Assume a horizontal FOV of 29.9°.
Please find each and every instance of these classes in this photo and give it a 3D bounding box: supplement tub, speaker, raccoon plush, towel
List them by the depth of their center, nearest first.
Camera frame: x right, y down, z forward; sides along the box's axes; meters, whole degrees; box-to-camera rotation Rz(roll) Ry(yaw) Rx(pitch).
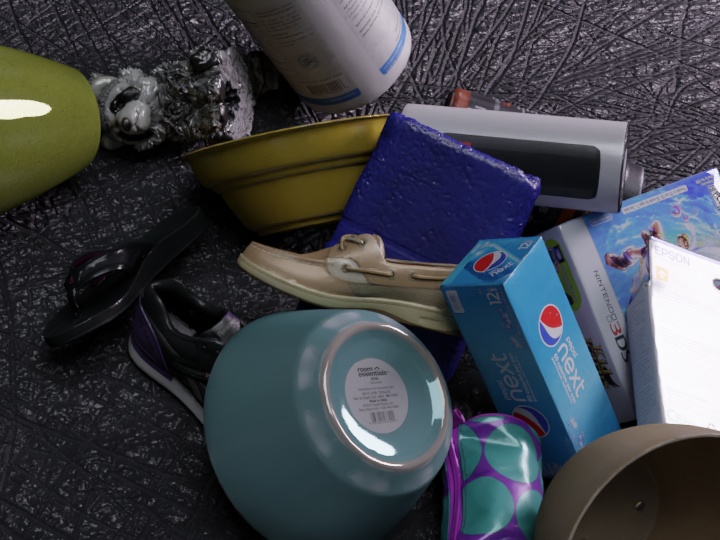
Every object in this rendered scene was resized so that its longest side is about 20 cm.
[{"bbox_3d":[0.049,-0.019,1.149,0.147,0.200,0.050,26,12,2],"label":"towel"},{"bbox_3d":[0.132,-0.099,1.181,0.199,0.081,0.081,7,48,13],"label":"speaker"},{"bbox_3d":[-0.048,-0.257,1.277,0.132,0.200,0.132,-17,49,20],"label":"supplement tub"},{"bbox_3d":[-0.167,-0.157,1.280,0.134,0.097,0.200,-4,4,17],"label":"raccoon plush"},{"bbox_3d":[0.165,-0.097,1.286,0.199,0.107,0.107,17,50,-1],"label":"supplement tub"}]

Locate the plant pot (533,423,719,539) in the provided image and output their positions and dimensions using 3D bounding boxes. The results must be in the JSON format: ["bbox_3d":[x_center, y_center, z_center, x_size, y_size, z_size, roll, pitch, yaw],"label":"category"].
[{"bbox_3d":[0.206,0.196,0.984,0.200,0.201,0.134,-3,12,-18],"label":"plant pot"}]

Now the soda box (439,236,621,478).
[{"bbox_3d":[0.141,0.074,1.090,0.064,0.200,0.068,-1,34,41],"label":"soda box"}]

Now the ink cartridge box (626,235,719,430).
[{"bbox_3d":[0.321,0.088,1.159,0.199,0.041,0.201,19,54,-20],"label":"ink cartridge box"}]

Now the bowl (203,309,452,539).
[{"bbox_3d":[-0.008,0.110,1.026,0.200,0.105,0.201,16,61,-31],"label":"bowl"}]

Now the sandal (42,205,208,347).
[{"bbox_3d":[-0.206,-0.005,1.129,0.048,0.075,0.201,60,41,-20],"label":"sandal"}]

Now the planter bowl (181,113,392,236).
[{"bbox_3d":[-0.054,-0.078,1.197,0.200,0.200,0.084,-11,92,-23],"label":"planter bowl"}]

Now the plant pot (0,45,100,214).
[{"bbox_3d":[-0.330,-0.118,1.140,0.200,0.187,0.187,-13,55,-42],"label":"plant pot"}]

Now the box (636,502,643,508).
[{"bbox_3d":[0.255,0.162,1.146,0.200,0.039,0.041,-28,67,-32],"label":"box"}]

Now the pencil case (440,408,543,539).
[{"bbox_3d":[0.095,0.210,1.033,0.092,0.085,0.200,28,45,-23],"label":"pencil case"}]

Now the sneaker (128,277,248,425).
[{"bbox_3d":[-0.103,0.082,1.079,0.200,0.088,0.076,33,51,11],"label":"sneaker"}]

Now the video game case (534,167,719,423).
[{"bbox_3d":[0.275,0.020,1.215,0.200,0.045,0.182,-20,87,-28],"label":"video game case"}]

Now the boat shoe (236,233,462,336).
[{"bbox_3d":[0.000,0.000,1.103,0.199,0.065,0.071,14,7,-5],"label":"boat shoe"}]
